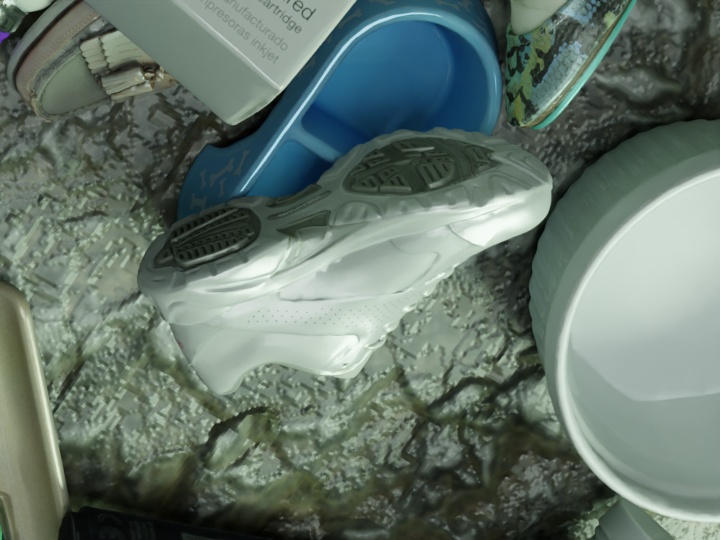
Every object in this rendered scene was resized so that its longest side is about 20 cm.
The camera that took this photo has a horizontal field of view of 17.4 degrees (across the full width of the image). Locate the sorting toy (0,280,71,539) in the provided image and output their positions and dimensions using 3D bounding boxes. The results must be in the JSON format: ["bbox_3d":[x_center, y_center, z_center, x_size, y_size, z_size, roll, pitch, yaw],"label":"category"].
[{"bbox_3d":[-0.249,0.110,1.174,0.199,0.036,0.186,-12,115,-8],"label":"sorting toy"}]

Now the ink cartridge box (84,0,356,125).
[{"bbox_3d":[-0.037,-0.188,0.993,0.147,0.145,0.200,39,81,-7],"label":"ink cartridge box"}]

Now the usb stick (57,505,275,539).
[{"bbox_3d":[-0.061,0.161,1.222,0.199,0.056,0.033,14,131,-26],"label":"usb stick"}]

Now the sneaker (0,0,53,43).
[{"bbox_3d":[-0.236,-0.159,1.045,0.099,0.070,0.200,-41,115,8],"label":"sneaker"}]

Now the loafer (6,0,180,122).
[{"bbox_3d":[-0.069,-0.124,1.091,0.200,0.063,0.072,-33,156,0],"label":"loafer"}]

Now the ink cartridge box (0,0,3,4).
[{"bbox_3d":[-0.265,-0.141,0.988,0.200,0.047,0.198,38,121,-19],"label":"ink cartridge box"}]

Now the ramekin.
[{"bbox_3d":[0.179,0.017,1.200,0.199,0.105,0.201,-5,114,-12],"label":"ramekin"}]

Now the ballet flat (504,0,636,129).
[{"bbox_3d":[0.114,-0.164,1.125,0.074,0.074,0.200,37,87,-24],"label":"ballet flat"}]

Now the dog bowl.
[{"bbox_3d":[-0.006,-0.056,1.155,0.111,0.050,0.200,32,102,-23],"label":"dog bowl"}]

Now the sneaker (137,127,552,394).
[{"bbox_3d":[0.000,0.000,1.120,0.199,0.078,0.100,-17,123,4],"label":"sneaker"}]

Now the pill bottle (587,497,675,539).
[{"bbox_3d":[0.097,0.218,1.267,0.104,0.104,0.200,40,98,-25],"label":"pill bottle"}]
